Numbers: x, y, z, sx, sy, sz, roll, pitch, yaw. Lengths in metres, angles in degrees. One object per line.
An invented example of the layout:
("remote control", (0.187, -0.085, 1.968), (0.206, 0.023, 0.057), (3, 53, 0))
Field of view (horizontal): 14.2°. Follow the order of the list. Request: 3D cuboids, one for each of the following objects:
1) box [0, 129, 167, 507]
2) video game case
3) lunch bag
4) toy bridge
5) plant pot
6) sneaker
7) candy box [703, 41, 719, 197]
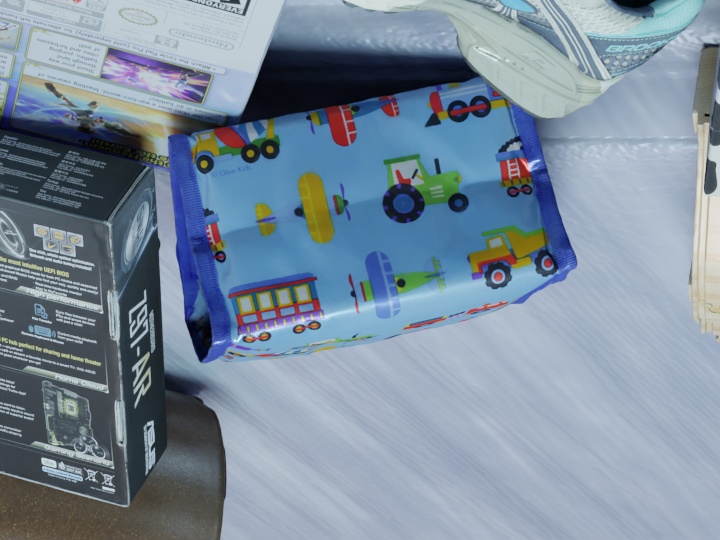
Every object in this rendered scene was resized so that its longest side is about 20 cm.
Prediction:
("box", (-0.184, 0.008, 1.242), (0.200, 0.044, 0.160), (13, 131, 16))
("video game case", (-0.134, -0.113, 1.146), (0.200, 0.046, 0.181), (14, 154, -7))
("lunch bag", (0.000, 0.000, 1.251), (0.150, 0.094, 0.200), (-12, 165, -6))
("toy bridge", (0.153, -0.014, 1.211), (0.027, 0.067, 0.200), (6, 154, 10))
("plant pot", (-0.187, 0.123, 1.518), (0.198, 0.201, 0.200), (11, 156, -20))
("sneaker", (0.045, -0.129, 1.029), (0.086, 0.078, 0.200), (-26, 145, 35))
("candy box", (0.212, -0.090, 1.020), (0.168, 0.072, 0.200), (7, 155, 7))
